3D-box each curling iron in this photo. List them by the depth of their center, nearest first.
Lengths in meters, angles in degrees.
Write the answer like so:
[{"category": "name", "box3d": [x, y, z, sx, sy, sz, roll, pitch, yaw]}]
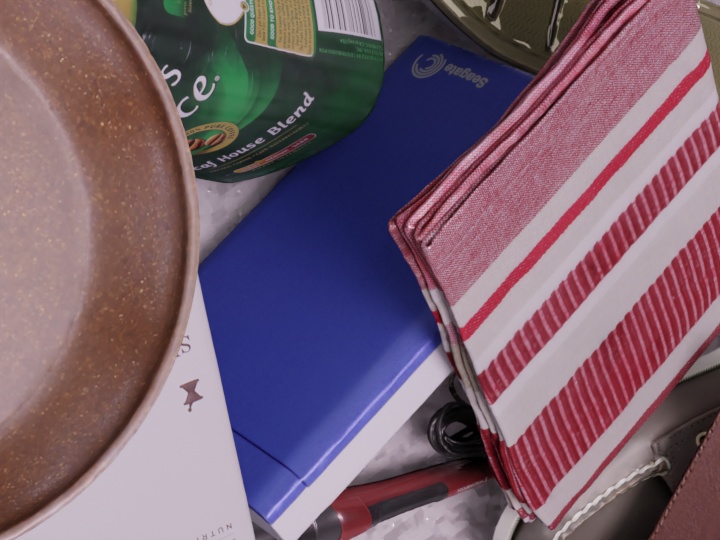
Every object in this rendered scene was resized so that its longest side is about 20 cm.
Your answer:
[{"category": "curling iron", "box3d": [-0.015, 0.088, 0.855, 0.200, 0.026, 0.050, -20, 104, -24]}]

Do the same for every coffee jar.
[{"category": "coffee jar", "box3d": [-0.086, -0.086, 0.757, 0.200, 0.104, 0.086, 8, 66, -54]}]

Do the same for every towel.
[{"category": "towel", "box3d": [0.085, -0.005, 0.784, 0.144, 0.023, 0.200, -46, 144, -17]}]

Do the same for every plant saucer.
[{"category": "plant saucer", "box3d": [-0.146, -0.013, 0.612, 0.200, 0.037, 0.201, 3, 81, -20]}]

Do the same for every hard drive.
[{"category": "hard drive", "box3d": [0.000, 0.000, 0.820, 0.200, 0.132, 0.025, -47, 129, -13]}]

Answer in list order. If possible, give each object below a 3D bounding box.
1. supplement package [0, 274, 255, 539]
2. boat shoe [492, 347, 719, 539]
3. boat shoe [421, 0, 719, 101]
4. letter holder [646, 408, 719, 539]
[{"category": "supplement package", "box3d": [-0.160, 0.061, 0.712, 0.200, 0.156, 0.111, -20, 112, -22]}, {"category": "boat shoe", "box3d": [0.147, 0.075, 0.888, 0.201, 0.072, 0.060, -30, 55, -17]}, {"category": "boat shoe", "box3d": [0.085, -0.103, 0.877, 0.200, 0.068, 0.075, 30, 81, -17]}, {"category": "letter holder", "box3d": [0.174, 0.162, 0.821, 0.100, 0.142, 0.200, 17, 106, -40]}]
